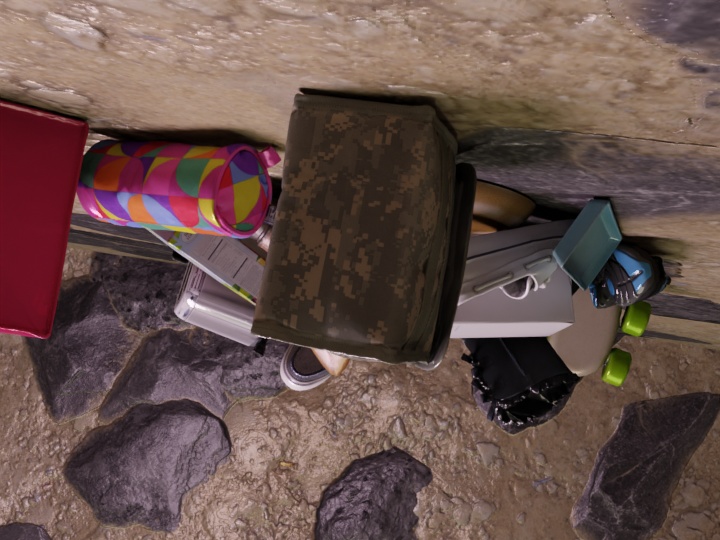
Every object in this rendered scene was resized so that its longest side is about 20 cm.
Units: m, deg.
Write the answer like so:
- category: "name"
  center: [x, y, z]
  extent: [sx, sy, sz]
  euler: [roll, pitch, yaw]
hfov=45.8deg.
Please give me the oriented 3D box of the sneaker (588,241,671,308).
- category: "sneaker"
  center: [0.314, 0.000, 0.975]
  extent: [0.081, 0.074, 0.200]
  euler: [-13, 175, 4]

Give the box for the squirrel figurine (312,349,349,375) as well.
- category: "squirrel figurine"
  center: [0.000, 0.000, 1.059]
  extent: [0.141, 0.187, 0.200]
  euler: [-29, 108, 40]

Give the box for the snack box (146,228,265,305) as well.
- category: "snack box"
  center: [-0.186, -0.034, 0.992]
  extent: [0.142, 0.053, 0.200]
  euler: [40, 172, -31]

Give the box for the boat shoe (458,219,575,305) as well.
- category: "boat shoe"
  center: [0.150, -0.005, 0.823]
  extent: [0.199, 0.066, 0.073]
  euler: [-11, 174, -31]

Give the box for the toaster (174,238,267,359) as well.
- category: "toaster"
  center: [-0.174, 0.015, 1.175]
  extent: [0.129, 0.201, 0.114]
  euler: [20, 154, -15]

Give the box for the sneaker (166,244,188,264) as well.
- category: "sneaker"
  center: [-0.263, -0.050, 1.291]
  extent: [0.076, 0.084, 0.200]
  euler: [9, 176, 1]

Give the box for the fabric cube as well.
- category: "fabric cube"
  center: [-0.379, -0.049, 0.783]
  extent: [0.195, 0.201, 0.199]
  euler: [13, 174, -28]

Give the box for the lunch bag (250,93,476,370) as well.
- category: "lunch bag"
  center: [0.017, -0.016, 0.618]
  extent: [0.117, 0.165, 0.200]
  euler: [9, 176, 17]

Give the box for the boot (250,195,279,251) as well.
- category: "boot"
  center: [-0.125, -0.074, 0.975]
  extent: [0.097, 0.075, 0.200]
  euler: [34, 179, -11]

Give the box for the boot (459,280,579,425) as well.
- category: "boot"
  center: [0.210, 0.079, 1.016]
  extent: [0.198, 0.163, 0.073]
  euler: [-32, 134, 10]

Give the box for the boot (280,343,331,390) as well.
- category: "boot"
  center: [-0.026, 0.078, 1.158]
  extent: [0.073, 0.200, 0.090]
  euler: [43, 144, 7]

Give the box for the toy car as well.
- category: "toy car"
  center: [0.355, 0.078, 1.368]
  extent: [0.163, 0.159, 0.200]
  euler: [20, -171, 9]

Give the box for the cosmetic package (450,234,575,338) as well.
- category: "cosmetic package"
  center: [0.124, 0.017, 0.937]
  extent: [0.199, 0.108, 0.085]
  euler: [1, 164, -9]

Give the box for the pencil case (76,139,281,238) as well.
- category: "pencil case"
  center: [-0.168, -0.077, 0.772]
  extent: [0.199, 0.089, 0.088]
  euler: [7, 175, 33]

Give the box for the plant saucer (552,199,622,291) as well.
- category: "plant saucer"
  center: [0.220, -0.023, 0.819]
  extent: [0.019, 0.070, 0.200]
  euler: [37, -174, 22]

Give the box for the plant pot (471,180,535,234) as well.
- category: "plant pot"
  center: [0.068, -0.063, 0.829]
  extent: [0.199, 0.028, 0.200]
  euler: [10, 176, 1]
